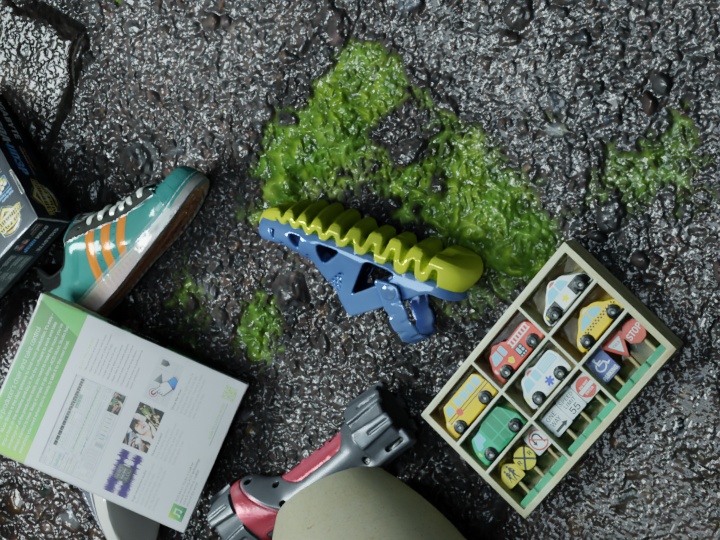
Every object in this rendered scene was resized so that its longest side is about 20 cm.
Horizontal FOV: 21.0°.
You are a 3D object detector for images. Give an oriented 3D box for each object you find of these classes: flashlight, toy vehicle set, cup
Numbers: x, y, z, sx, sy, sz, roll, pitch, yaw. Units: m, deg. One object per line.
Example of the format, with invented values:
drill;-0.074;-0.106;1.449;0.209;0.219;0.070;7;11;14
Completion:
flashlight;-0.043;0.170;1.677;0.200;0.068;0.068;-40;107;21
toy vehicle set;0.155;0.090;1.590;0.124;0.026;0.200;43;113;12
cup;0.001;0.250;1.612;0.200;0.200;0.144;-38;63;24

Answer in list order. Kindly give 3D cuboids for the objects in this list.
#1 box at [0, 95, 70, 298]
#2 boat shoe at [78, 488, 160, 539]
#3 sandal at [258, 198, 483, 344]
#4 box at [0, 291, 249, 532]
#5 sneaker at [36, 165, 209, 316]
box;-0.369;-0.042;1.770;0.200;0.046;0.159;-45;62;23
boat shoe;-0.248;0.165;1.769;0.092;0.074;0.202;-11;93;40
sandal;0.000;0.000;1.620;0.199;0.079;0.088;23;111;21
box;-0.215;0.123;1.699;0.199;0.036;0.145;24;90;-6
sneaker;-0.216;-0.033;1.712;0.080;0.071;0.200;47;115;6
